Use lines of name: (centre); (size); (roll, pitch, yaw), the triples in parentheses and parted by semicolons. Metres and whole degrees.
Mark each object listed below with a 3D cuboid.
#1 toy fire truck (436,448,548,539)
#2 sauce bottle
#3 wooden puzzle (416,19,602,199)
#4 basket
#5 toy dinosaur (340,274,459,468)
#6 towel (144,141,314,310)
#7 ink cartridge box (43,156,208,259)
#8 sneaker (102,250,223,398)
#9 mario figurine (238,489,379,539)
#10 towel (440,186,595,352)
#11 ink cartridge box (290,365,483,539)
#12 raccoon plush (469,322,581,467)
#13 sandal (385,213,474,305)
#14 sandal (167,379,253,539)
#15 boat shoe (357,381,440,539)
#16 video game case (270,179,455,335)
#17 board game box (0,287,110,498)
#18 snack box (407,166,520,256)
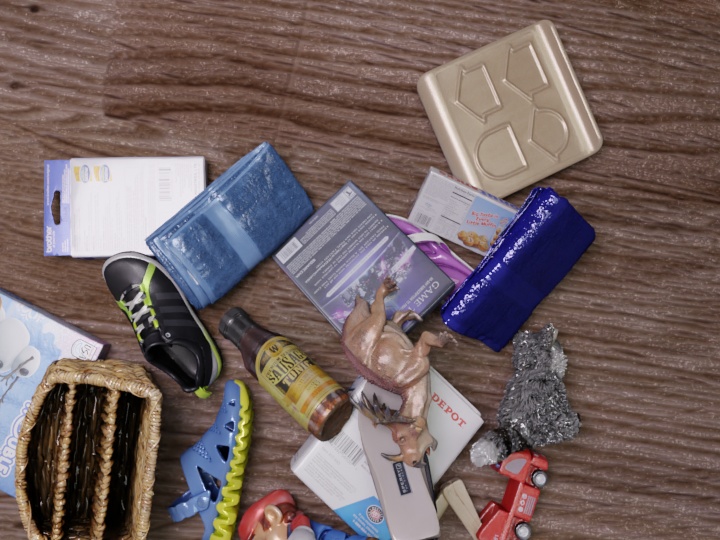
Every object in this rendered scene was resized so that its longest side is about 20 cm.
toy fire truck: (0.142, 0.306, 0.910); (0.138, 0.049, 0.205); (21, 84, -4)
sauce bottle: (-0.094, 0.116, 0.855); (0.198, 0.066, 0.067); (35, 83, 27)
wooden puzzle: (0.193, -0.203, 0.955); (0.196, 0.046, 0.189); (-24, 89, -2)
basket: (-0.303, 0.207, 0.796); (0.139, 0.148, 0.206); (8, 93, -24)
toy dinosaur: (0.025, 0.099, 0.788); (0.135, 0.086, 0.200); (-43, 58, -5)
towel: (-0.152, -0.055, 0.880); (0.200, 0.048, 0.113); (-43, 104, -20)
ink cartridge box: (-0.286, -0.077, 0.897); (0.194, 0.042, 0.123); (-2, 87, -9)
sneaker: (-0.235, 0.063, 0.858); (0.071, 0.083, 0.201); (-40, 96, 15)
mario figurine: (-0.065, 0.332, 0.833); (0.196, 0.105, 0.127); (6, 106, 34)
towel: (0.190, 0.001, 0.881); (0.201, 0.147, 0.050); (-50, 52, 11)
ink cartridge box: (0.031, 0.207, 0.887); (0.146, 0.086, 0.201); (42, 82, -1)
raccoon plush: (0.197, 0.141, 0.872); (0.095, 0.198, 0.138); (-14, 85, 34)
sandal: (0.077, -0.015, 0.925); (0.198, 0.050, 0.084); (26, 83, -2)
sandal: (-0.178, 0.231, 0.871); (0.084, 0.080, 0.206); (11, 83, -1)
boat shoe: (0.041, 0.223, 0.816); (0.072, 0.094, 0.205); (-9, 59, -2)
video game case: (0.000, 0.000, 0.892); (0.142, 0.019, 0.200); (-42, 67, -6)
board game box: (-0.434, 0.136, 0.866); (0.195, 0.043, 0.204); (26, 84, -5)
snack box: (0.162, -0.057, 0.927); (0.196, 0.024, 0.073); (24, 113, -8)
